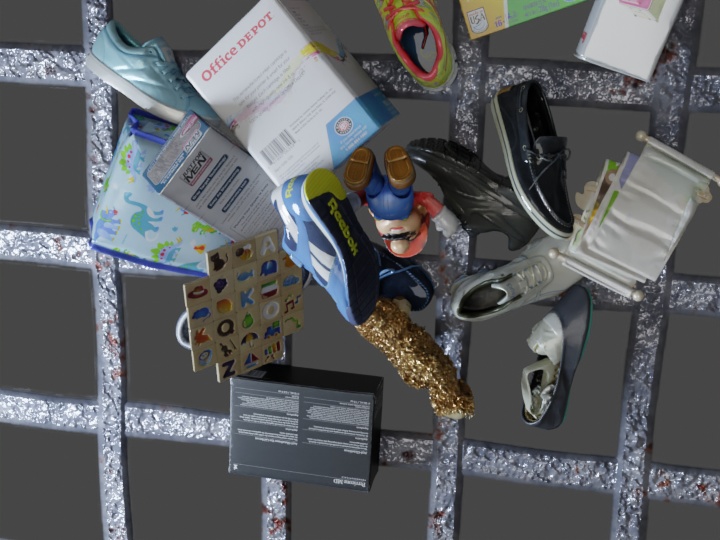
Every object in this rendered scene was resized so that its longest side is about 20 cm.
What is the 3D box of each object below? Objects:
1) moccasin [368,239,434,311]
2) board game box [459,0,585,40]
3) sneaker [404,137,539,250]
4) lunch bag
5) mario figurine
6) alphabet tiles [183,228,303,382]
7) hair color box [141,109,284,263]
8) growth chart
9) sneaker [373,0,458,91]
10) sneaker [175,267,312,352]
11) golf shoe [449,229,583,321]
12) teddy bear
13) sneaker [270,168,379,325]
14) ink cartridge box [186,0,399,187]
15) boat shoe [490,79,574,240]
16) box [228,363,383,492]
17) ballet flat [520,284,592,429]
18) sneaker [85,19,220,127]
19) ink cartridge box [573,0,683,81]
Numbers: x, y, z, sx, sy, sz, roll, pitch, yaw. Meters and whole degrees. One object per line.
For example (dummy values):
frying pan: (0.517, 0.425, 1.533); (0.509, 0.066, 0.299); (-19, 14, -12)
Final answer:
moccasin: (0.000, 0.000, 1.271); (0.199, 0.068, 0.081); (26, 108, 3)
board game box: (0.172, -0.391, 1.149); (0.152, 0.040, 0.202); (-16, 100, 16)
sneaker: (0.136, -0.093, 1.219); (0.199, 0.076, 0.091); (31, 114, 5)
lunch bag: (-0.231, -0.091, 1.271); (0.198, 0.128, 0.171); (18, 109, -20)
mario figurine: (0.043, -0.067, 1.185); (0.123, 0.200, 0.106); (34, 81, 24)
alphabet tiles: (-0.145, 0.047, 1.254); (0.006, 0.165, 0.202); (39, 139, 43)
hair color box: (-0.156, -0.099, 1.200); (0.100, 0.200, 0.060); (-52, 46, 4)
growth chart: (0.329, -0.067, 1.181); (0.144, 0.018, 0.201); (35, 90, 4)
sneaker: (0.057, -0.309, 1.169); (0.078, 0.090, 0.201); (-27, 96, 19)
sneaker: (-0.155, 0.044, 1.295); (0.199, 0.109, 0.071); (-28, 97, 17)
golf shoe: (0.203, 0.016, 1.218); (0.199, 0.097, 0.079); (-28, 95, 16)
teddy bear: (0.078, 0.104, 1.235); (0.067, 0.145, 0.200); (-43, 78, 16)
sneaker: (-0.039, -0.026, 1.146); (0.082, 0.074, 0.201); (-4, 119, 36)
ink cartridge box: (-0.078, -0.213, 1.193); (0.146, 0.146, 0.200); (-38, 94, 18)
boat shoe: (0.213, -0.134, 1.160); (0.062, 0.074, 0.202); (-29, 71, 41)
box: (-0.074, 0.210, 1.336); (0.198, 0.079, 0.143); (6, 102, 10)
ballet flat: (0.240, 0.113, 1.237); (0.072, 0.073, 0.202); (12, 114, 9)
sneaker: (-0.259, -0.252, 1.261); (0.199, 0.074, 0.082); (30, 111, 2)
ink cartridge box: (0.312, -0.318, 1.083); (0.084, 0.145, 0.202); (22, 107, 4)
